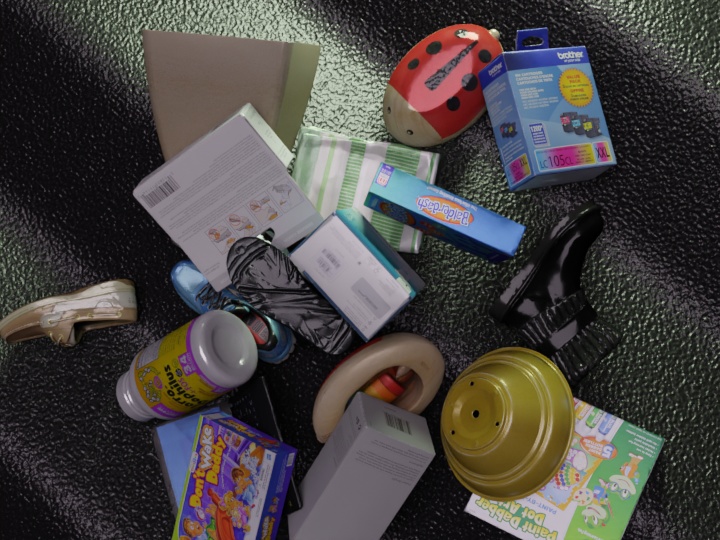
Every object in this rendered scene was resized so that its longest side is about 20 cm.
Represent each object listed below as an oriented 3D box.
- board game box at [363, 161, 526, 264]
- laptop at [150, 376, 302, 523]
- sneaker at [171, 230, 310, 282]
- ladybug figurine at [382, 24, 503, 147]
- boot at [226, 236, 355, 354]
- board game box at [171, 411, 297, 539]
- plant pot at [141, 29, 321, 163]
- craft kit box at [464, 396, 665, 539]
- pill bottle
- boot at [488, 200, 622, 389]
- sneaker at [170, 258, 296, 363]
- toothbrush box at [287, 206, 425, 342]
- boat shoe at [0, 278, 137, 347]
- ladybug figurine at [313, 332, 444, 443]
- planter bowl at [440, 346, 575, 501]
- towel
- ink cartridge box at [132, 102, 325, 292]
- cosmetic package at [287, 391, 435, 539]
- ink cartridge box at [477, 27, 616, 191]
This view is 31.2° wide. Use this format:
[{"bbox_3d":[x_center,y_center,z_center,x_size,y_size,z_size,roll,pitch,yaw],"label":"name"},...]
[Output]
[{"bbox_3d":[0.104,-0.071,1.668,0.199,0.152,0.045,25,86,0],"label":"board game box"},{"bbox_3d":[-0.180,0.257,1.705,0.103,0.200,0.178,-11,77,-30],"label":"laptop"},{"bbox_3d":[-0.151,-0.042,1.755,0.199,0.078,0.080,20,74,2],"label":"sneaker"},{"bbox_3d":[0.112,-0.257,1.747,0.136,0.072,0.200,43,90,11],"label":"ladybug figurine"},{"bbox_3d":[-0.093,0.039,1.679,0.200,0.168,0.077,39,84,-3],"label":"boot"},{"bbox_3d":[-0.166,0.300,1.662,0.134,0.045,0.201,21,103,34],"label":"board game box"},{"bbox_3d":[-0.173,-0.223,1.728,0.199,0.200,0.178,6,99,9],"label":"plant pot"},{"bbox_3d":[0.264,0.266,1.678,0.199,0.049,0.198,24,90,10],"label":"craft kit box"},{"bbox_3d":[-0.234,0.133,1.699,0.200,0.104,0.105,-29,78,37],"label":"pill bottle"},{"bbox_3d":[0.287,0.032,1.682,0.158,0.079,0.211,40,101,17],"label":"boot"},{"bbox_3d":[-0.174,0.046,1.741,0.200,0.090,0.079,35,89,11],"label":"sneaker"},{"bbox_3d":[0.000,0.000,1.655,0.085,0.200,0.146,-43,89,9],"label":"toothbrush box"},{"bbox_3d":[-0.403,0.070,1.779,0.199,0.074,0.067,-18,76,5],"label":"boat shoe"},{"bbox_3d":[0.017,0.152,1.687,0.200,0.136,0.072,-38,35,8],"label":"ladybug figurine"},{"bbox_3d":[0.165,0.188,1.635,0.200,0.083,0.201,-12,69,35],"label":"planter bowl"},{"bbox_3d":[-0.001,-0.109,1.770,0.199,0.023,0.153,11,86,9],"label":"towel"},{"bbox_3d":[-0.165,-0.091,1.667,0.200,0.045,0.176,-31,108,27],"label":"ink cartridge box"},{"bbox_3d":[-0.003,0.269,1.642,0.107,0.085,0.200,25,113,-20],"label":"cosmetic package"},{"bbox_3d":[0.241,-0.215,1.695,0.136,0.076,0.201,-10,79,-26],"label":"ink cartridge box"}]
